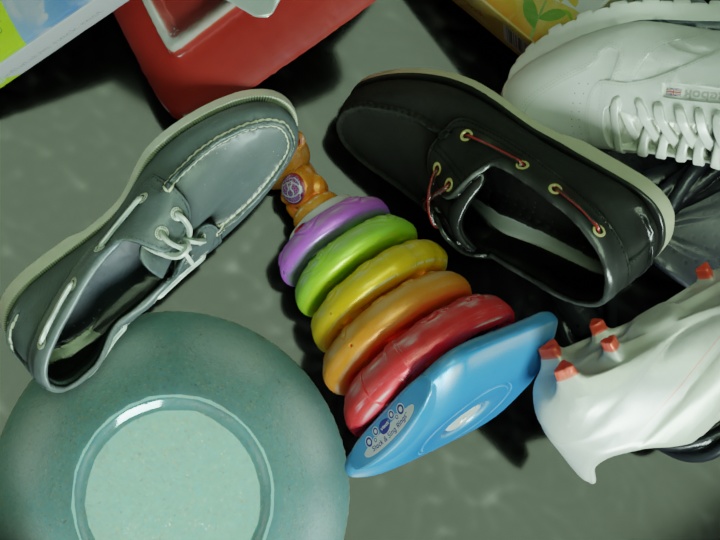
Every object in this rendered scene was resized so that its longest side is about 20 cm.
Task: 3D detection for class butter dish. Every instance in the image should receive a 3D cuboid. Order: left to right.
[{"bbox_3d":[-0.047,-0.213,0.884,0.199,0.147,0.201,-29,87,36],"label":"butter dish"}]

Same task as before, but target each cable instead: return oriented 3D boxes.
[{"bbox_3d":[0.205,0.011,0.901,0.198,0.051,0.165,-23,94,-2],"label":"cable"}]

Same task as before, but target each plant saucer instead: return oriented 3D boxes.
[{"bbox_3d":[-0.101,0.122,0.898,0.199,0.039,0.204,1,86,-8],"label":"plant saucer"}]

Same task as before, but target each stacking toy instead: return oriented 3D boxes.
[{"bbox_3d":[0.000,0.000,0.895,0.109,0.116,0.201,-17,66,-46],"label":"stacking toy"}]

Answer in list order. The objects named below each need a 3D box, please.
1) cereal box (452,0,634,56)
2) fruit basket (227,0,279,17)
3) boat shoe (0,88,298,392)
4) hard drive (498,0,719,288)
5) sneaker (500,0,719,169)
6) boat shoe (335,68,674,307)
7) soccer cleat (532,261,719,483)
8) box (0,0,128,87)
[{"bbox_3d":[0.124,-0.223,0.931,0.200,0.040,0.144,-44,71,-8],"label":"cereal box"},{"bbox_3d":[-0.070,-0.242,0.758,0.184,0.094,0.201,31,77,-2],"label":"fruit basket"},{"bbox_3d":[-0.104,-0.012,0.871,0.200,0.062,0.073,-40,133,6],"label":"boat shoe"},{"bbox_3d":[0.184,-0.073,0.948,0.200,0.042,0.135,41,82,-3],"label":"hard drive"},{"bbox_3d":[0.170,-0.089,0.855,0.198,0.077,0.081,-7,53,11],"label":"sneaker"},{"bbox_3d":[0.064,-0.047,0.868,0.200,0.074,0.063,29,50,27],"label":"boat shoe"},{"bbox_3d":[0.185,0.042,0.858,0.198,0.069,0.078,-25,112,5],"label":"soccer cleat"},{"bbox_3d":[-0.184,-0.173,0.853,0.199,0.048,0.123,-28,89,26],"label":"box"}]
